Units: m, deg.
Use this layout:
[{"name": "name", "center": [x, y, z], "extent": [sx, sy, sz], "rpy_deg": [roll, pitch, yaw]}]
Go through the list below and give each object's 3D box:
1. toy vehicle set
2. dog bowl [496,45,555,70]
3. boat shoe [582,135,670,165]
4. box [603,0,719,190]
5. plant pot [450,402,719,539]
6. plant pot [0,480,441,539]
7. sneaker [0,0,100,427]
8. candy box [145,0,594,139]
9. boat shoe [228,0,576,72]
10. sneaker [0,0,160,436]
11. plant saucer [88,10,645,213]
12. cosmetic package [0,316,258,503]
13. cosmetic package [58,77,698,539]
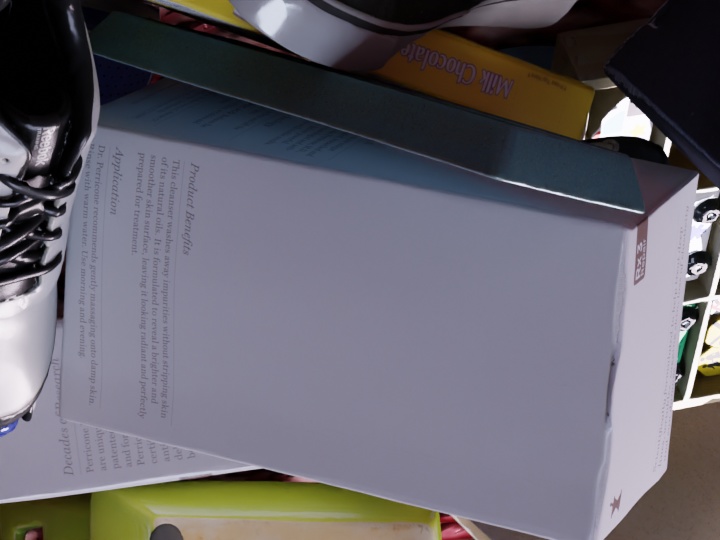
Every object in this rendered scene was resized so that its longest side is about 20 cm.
[{"name": "toy vehicle set", "center": [0.124, -0.018, 1.045], "extent": [0.124, 0.027, 0.201], "rpy_deg": [-11, 139, -15]}, {"name": "dog bowl", "center": [0.094, -0.028, 1.095], "extent": [0.199, 0.050, 0.111], "rpy_deg": [12, 143, -36]}, {"name": "boat shoe", "center": [0.024, -0.001, 0.990], "extent": [0.199, 0.061, 0.076], "rpy_deg": [-8, 148, 24]}, {"name": "box", "center": [0.222, -0.069, 0.924], "extent": [0.198, 0.123, 0.200], "rpy_deg": [-47, 143, 6]}, {"name": "plant pot", "center": [0.127, 0.099, 1.220], "extent": [0.135, 0.200, 0.200], "rpy_deg": [-46, 148, -5]}, {"name": "plant pot", "center": [-0.066, 0.187, 1.210], "extent": [0.199, 0.200, 0.181], "rpy_deg": [4, 166, -30]}, {"name": "sneaker", "center": [-0.121, -0.029, 0.865], "extent": [0.074, 0.080, 0.201], "rpy_deg": [-27, 130, -35]}, {"name": "candy box", "center": [-0.023, -0.086, 0.917], "extent": [0.199, 0.102, 0.027], "rpy_deg": [16, 96, -40]}, {"name": "boat shoe", "center": [0.025, -0.114, 0.868], "extent": [0.064, 0.071, 0.200], "rpy_deg": [-44, 166, 32]}, {"name": "sneaker", "center": [-0.131, -0.007, 0.980], "extent": [0.080, 0.116, 0.199], "rpy_deg": [11, 139, -37]}, {"name": "plant saucer", "center": [-0.003, -0.052, 0.852], "extent": [0.070, 0.019, 0.199], "rpy_deg": [11, -174, -45]}, {"name": "cosmetic package", "center": [-0.083, 0.049, 1.108], "extent": [0.199, 0.074, 0.102], "rpy_deg": [-9, 180, -6]}, {"name": "cosmetic package", "center": [0.004, 0.009, 0.908], "extent": [0.199, 0.113, 0.081], "rpy_deg": [13, -160, 19]}]
